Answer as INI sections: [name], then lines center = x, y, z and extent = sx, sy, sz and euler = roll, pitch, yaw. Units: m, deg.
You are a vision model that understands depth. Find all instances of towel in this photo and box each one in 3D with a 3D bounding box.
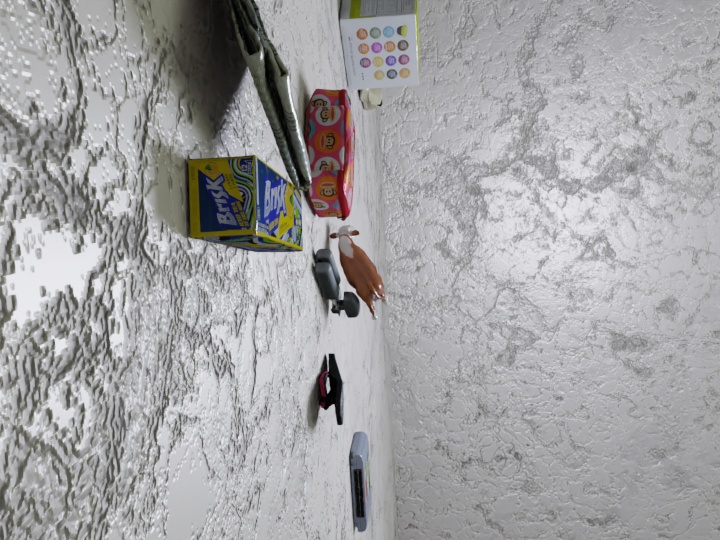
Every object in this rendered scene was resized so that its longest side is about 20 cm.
[towel]
center = -0.097, -0.211, 0.639
extent = 0.201, 0.034, 0.197
euler = 74, -4, -64

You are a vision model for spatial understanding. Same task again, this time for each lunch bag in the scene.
[lunch bag]
center = -0.051, -0.198, 1.142
extent = 0.177, 0.079, 0.207
euler = 79, 12, -75

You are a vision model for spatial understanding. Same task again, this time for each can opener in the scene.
[can opener]
center = -0.044, 0.026, 1.206
extent = 0.201, 0.064, 0.054
euler = 68, 22, -59

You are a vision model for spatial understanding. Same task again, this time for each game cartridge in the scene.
[game cartridge]
center = 0.002, 0.512, 1.580
extent = 0.133, 0.039, 0.207
euler = -81, 168, -77

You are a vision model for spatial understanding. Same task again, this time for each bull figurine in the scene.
[bull figurine]
center = 0.000, 0.000, 1.284
extent = 0.123, 0.064, 0.203
euler = 62, 3, -46

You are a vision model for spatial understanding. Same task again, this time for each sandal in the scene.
[sandal]
center = -0.057, 0.212, 1.149
extent = 0.200, 0.043, 0.078
euler = -117, -153, -71

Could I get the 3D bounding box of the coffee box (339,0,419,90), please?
[coffee box]
center = 0.056, -0.624, 1.674
extent = 0.203, 0.190, 0.205
euler = 80, 10, -51

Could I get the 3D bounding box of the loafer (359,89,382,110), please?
[loafer]
center = 0.034, -0.560, 2.016
extent = 0.200, 0.066, 0.079
euler = 13, 75, -83

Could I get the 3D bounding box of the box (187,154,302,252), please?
[box]
center = -0.106, -0.059, 0.641
extent = 0.200, 0.062, 0.073
euler = 19, 69, -84
